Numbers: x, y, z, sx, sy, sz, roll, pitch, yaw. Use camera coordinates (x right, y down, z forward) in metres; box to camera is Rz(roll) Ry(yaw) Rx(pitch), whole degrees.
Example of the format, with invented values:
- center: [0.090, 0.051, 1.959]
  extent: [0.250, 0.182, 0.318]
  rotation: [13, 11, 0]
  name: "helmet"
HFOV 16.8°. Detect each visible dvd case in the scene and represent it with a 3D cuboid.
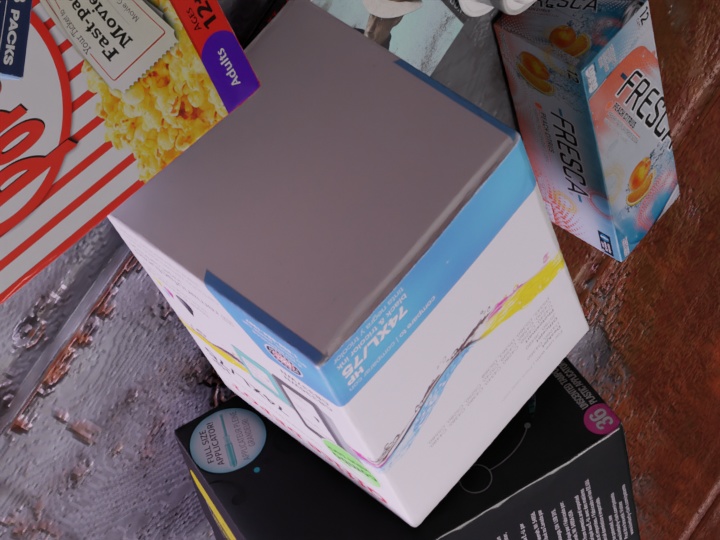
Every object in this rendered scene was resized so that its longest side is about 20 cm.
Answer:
- center: [-0.026, -0.084, 1.251]
  extent: [0.200, 0.022, 0.146]
  rotation: [-57, 152, -3]
  name: "dvd case"

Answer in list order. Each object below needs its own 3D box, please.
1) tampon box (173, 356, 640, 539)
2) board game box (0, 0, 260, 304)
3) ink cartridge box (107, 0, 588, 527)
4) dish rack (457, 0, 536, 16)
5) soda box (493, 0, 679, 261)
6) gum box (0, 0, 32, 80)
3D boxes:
- center: [0.028, 0.121, 1.325]
  extent: [0.200, 0.150, 0.126]
  rotation: [-30, 141, -12]
  name: "tampon box"
- center: [-0.151, -0.079, 0.963]
  extent: [0.200, 0.046, 0.152]
  rotation: [-43, 120, -26]
  name: "board game box"
- center: [0.000, 0.000, 1.199]
  extent: [0.146, 0.147, 0.200]
  rotation: [-49, 151, -12]
  name: "ink cartridge box"
- center: [0.124, -0.235, 1.295]
  extent: [0.200, 0.043, 0.172]
  rotation: [-41, 146, -35]
  name: "dish rack"
- center: [0.137, -0.094, 1.448]
  extent: [0.064, 0.068, 0.200]
  rotation: [-48, 150, -17]
  name: "soda box"
- center: [-0.183, -0.161, 0.831]
  extent: [0.200, 0.044, 0.170]
  rotation: [6, 91, -58]
  name: "gum box"
